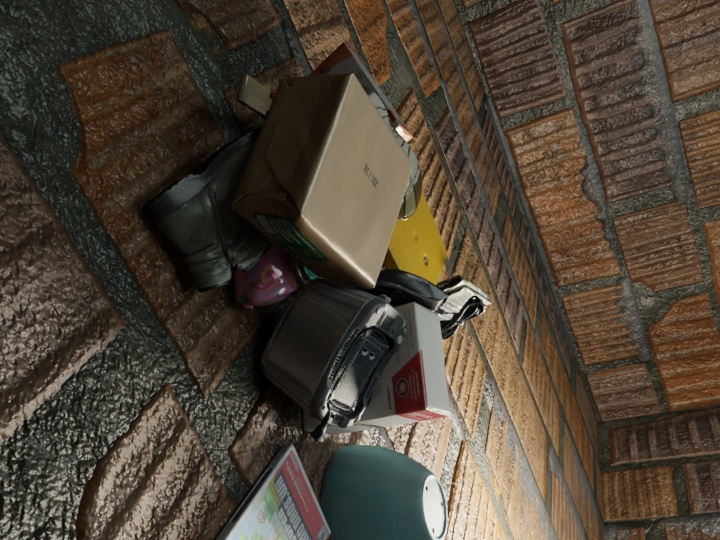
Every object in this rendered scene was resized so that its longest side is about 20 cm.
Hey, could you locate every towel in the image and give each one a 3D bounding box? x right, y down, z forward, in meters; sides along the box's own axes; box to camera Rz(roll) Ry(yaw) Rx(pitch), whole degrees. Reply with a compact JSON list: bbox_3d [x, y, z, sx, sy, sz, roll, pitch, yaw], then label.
[{"bbox_3d":[0.138,0.073,1.216,0.199,0.190,0.035,27,46,-59],"label":"towel"}]

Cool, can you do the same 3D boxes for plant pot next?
[{"bbox_3d":[0.049,0.351,0.937,0.200,0.133,0.203,41,41,-49],"label":"plant pot"}]

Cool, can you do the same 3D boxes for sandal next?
[{"bbox_3d":[0.027,-0.169,0.931,0.080,0.054,0.202,-37,104,-29],"label":"sandal"}]

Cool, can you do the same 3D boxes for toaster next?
[{"bbox_3d":[-0.041,0.107,0.834,0.113,0.128,0.202,37,80,-51],"label":"toaster"}]

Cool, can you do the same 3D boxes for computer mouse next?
[{"bbox_3d":[0.072,0.048,0.947,0.197,0.141,0.047,12,57,-18],"label":"computer mouse"}]

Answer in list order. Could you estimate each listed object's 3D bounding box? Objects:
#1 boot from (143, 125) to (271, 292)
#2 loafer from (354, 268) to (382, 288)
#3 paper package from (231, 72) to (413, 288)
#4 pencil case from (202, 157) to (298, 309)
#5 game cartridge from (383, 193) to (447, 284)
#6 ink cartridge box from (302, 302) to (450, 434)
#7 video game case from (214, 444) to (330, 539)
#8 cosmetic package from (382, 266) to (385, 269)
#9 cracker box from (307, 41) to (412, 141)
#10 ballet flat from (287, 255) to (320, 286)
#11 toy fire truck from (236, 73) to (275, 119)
[{"bbox_3d":[-0.146,-0.076,0.764,0.200,0.067,0.131,-43,111,-23],"label":"boot"},{"bbox_3d":[0.000,0.000,0.939,0.201,0.062,0.072,52,39,-29],"label":"loafer"},{"bbox_3d":[-0.034,-0.104,0.778,0.200,0.102,0.193,44,59,-55],"label":"paper package"},{"bbox_3d":[-0.143,-0.054,0.830,0.087,0.086,0.203,-16,90,-65],"label":"pencil case"},{"bbox_3d":[0.075,-0.052,1.024,0.202,0.032,0.177,62,35,-27],"label":"game cartridge"},{"bbox_3d":[0.015,0.144,0.909,0.083,0.198,0.147,27,52,-53],"label":"ink cartridge box"},{"bbox_3d":[-0.102,0.327,0.771,0.145,0.017,0.200,69,26,-14],"label":"video game case"},{"bbox_3d":[0.014,0.101,1.059,0.103,0.086,0.203,-3,80,-63],"label":"cosmetic package"},{"bbox_3d":[-0.021,-0.254,1.056,0.057,0.133,0.201,21,35,-60],"label":"cracker box"},{"bbox_3d":[-0.071,-0.012,0.969,0.199,0.067,0.069,-15,84,-66],"label":"ballet flat"},{"bbox_3d":[-0.104,-0.177,0.896,0.198,0.128,0.179,12,76,-33],"label":"toy fire truck"}]
